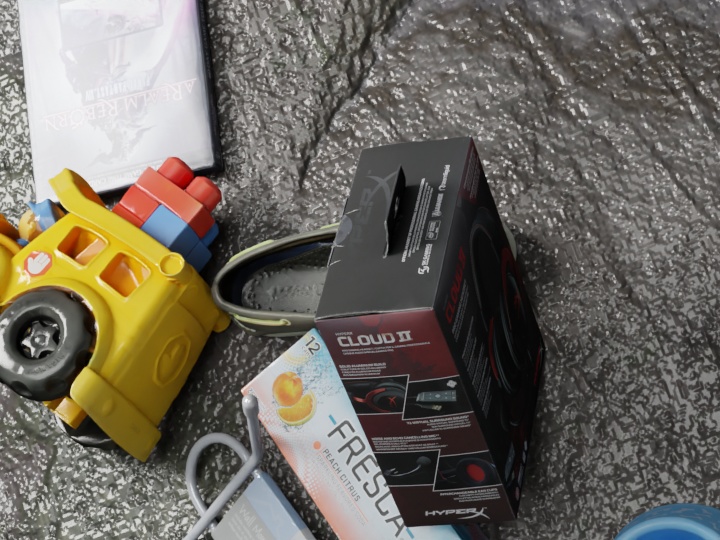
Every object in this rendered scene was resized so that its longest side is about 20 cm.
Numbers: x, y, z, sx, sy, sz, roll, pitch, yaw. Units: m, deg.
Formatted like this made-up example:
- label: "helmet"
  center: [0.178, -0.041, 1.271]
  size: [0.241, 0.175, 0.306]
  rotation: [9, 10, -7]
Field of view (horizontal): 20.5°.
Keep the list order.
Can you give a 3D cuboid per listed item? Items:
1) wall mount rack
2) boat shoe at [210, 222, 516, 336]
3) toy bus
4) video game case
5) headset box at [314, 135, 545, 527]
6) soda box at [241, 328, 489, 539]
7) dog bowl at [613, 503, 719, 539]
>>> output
- label: "wall mount rack"
  center: [-0.056, 0.174, 1.256]
  size: [0.200, 0.074, 0.174]
  rotation: [51, 125, 21]
- label: "boat shoe"
  center: [0.000, 0.003, 1.291]
  size: [0.201, 0.060, 0.072]
  rotation: [-11, 77, 19]
- label: "toy bus"
  center: [-0.185, 0.000, 1.336]
  size: [0.200, 0.136, 0.192]
  rotation: [31, 80, 25]
- label: "video game case"
  center: [-0.174, -0.153, 1.409]
  size: [0.142, 0.019, 0.201]
  rotation: [-12, 76, 19]
- label: "headset box"
  center: [0.043, 0.030, 1.170]
  size: [0.075, 0.200, 0.149]
  rotation: [-6, 41, 20]
- label: "soda box"
  center: [0.010, 0.135, 1.263]
  size: [0.068, 0.064, 0.200]
  rotation: [-39, 70, 11]
- label: "dog bowl"
  center: [0.189, 0.239, 1.183]
  size: [0.111, 0.050, 0.201]
  rotation: [-2, 81, 21]
